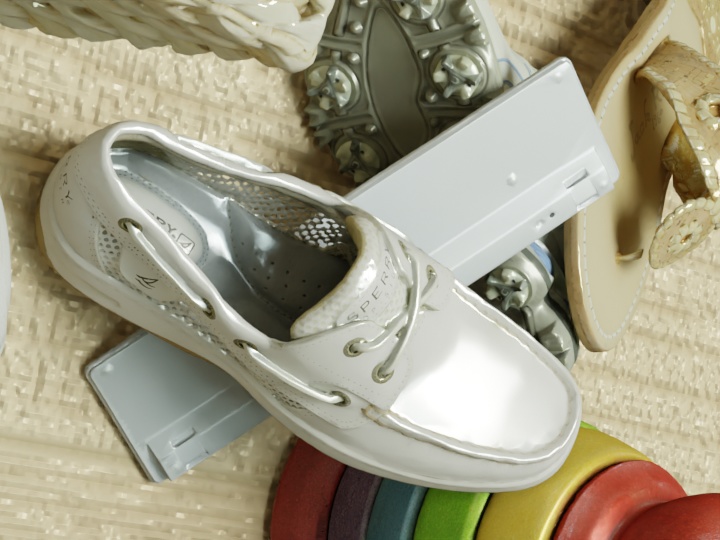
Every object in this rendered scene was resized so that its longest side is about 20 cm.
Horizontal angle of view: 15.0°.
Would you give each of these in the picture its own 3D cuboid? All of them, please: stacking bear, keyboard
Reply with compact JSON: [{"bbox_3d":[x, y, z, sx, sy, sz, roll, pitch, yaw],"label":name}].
[{"bbox_3d":[0.074,0.106,0.963,0.114,0.200,0.122,44,65,-41],"label":"stacking bear"},{"bbox_3d":[0.000,0.000,0.946,0.200,0.011,0.056,-33,118,-8],"label":"keyboard"}]

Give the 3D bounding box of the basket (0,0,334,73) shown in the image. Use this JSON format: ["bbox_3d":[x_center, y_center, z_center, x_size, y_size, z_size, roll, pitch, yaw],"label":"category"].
[{"bbox_3d":[-0.108,-0.166,0.729,0.200,0.198,0.161,25,80,-47],"label":"basket"}]

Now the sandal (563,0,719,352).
[{"bbox_3d":[0.135,-0.060,1.051,0.212,0.069,0.078,-70,146,-40],"label":"sandal"}]

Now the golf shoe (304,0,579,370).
[{"bbox_3d":[0.038,-0.056,1.009,0.097,0.078,0.200,-60,141,-46],"label":"golf shoe"}]

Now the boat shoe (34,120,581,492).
[{"bbox_3d":[-0.009,0.013,0.888,0.200,0.069,0.071,25,66,-12],"label":"boat shoe"}]

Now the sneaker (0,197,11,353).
[{"bbox_3d":[-0.132,0.017,0.767,0.070,0.080,0.201,25,38,-11],"label":"sneaker"}]
